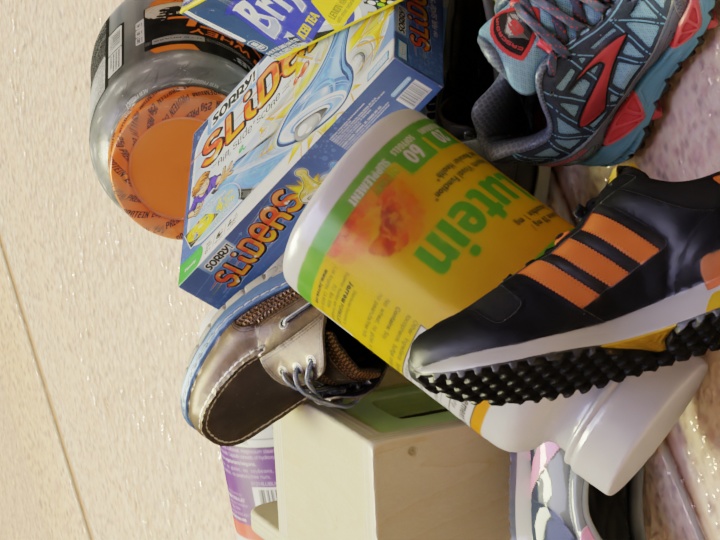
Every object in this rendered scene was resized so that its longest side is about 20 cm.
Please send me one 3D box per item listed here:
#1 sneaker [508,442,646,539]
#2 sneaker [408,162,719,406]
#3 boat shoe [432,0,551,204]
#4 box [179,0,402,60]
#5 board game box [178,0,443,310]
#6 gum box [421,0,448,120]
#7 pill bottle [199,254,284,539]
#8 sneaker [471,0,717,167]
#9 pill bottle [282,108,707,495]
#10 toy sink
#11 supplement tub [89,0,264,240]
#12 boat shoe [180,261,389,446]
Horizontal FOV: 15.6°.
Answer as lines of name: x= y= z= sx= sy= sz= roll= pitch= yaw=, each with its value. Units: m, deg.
sneaker: x=0.118 y=0.071 z=1.378 sx=0.082 sy=0.070 sz=0.201 roll=-13 pitch=84 yaw=44
sneaker: x=0.114 y=-0.001 z=1.214 sx=0.070 sy=0.199 sz=0.090 roll=40 pitch=-144 yaw=-65
boat shoe: x=0.069 y=-0.089 z=1.416 sx=0.072 sy=0.060 sz=0.202 roll=53 pitch=145 yaw=45
box: x=-0.016 y=-0.172 z=1.374 sx=0.200 sy=0.070 sz=0.065 roll=-19 pitch=51 yaw=57
board game box: x=-0.027 y=-0.087 z=1.443 sx=0.200 sy=0.034 sz=0.136 roll=-45 pitch=27 yaw=33
gum box: x=0.005 y=-0.121 z=1.575 sx=0.200 sy=0.044 sz=0.171 roll=-154 pitch=57 yaw=-63
pill bottle: x=-0.040 y=0.071 z=1.647 sx=0.111 sy=0.111 sz=0.201 roll=17 pitch=119 yaw=65
sneaker: x=0.108 y=-0.116 z=1.268 sx=0.200 sy=0.095 sz=0.079 roll=107 pitch=146 yaw=-46
pill bottle: x=0.069 y=0.019 z=1.309 sx=0.200 sy=0.111 sz=0.111 roll=37 pitch=142 yaw=13
toy sink: x=0.026 y=0.109 z=1.506 sx=0.200 sy=0.130 sz=0.113 roll=-155 pitch=59 yaw=-64
supplement tub: x=-0.115 y=-0.102 z=1.701 sx=0.200 sy=0.122 sz=0.123 roll=-103 pitch=13 yaw=-65
boat shoe: x=-0.021 y=0.034 z=1.423 sx=0.200 sy=0.072 sz=0.073 roll=-46 pitch=42 yaw=21
